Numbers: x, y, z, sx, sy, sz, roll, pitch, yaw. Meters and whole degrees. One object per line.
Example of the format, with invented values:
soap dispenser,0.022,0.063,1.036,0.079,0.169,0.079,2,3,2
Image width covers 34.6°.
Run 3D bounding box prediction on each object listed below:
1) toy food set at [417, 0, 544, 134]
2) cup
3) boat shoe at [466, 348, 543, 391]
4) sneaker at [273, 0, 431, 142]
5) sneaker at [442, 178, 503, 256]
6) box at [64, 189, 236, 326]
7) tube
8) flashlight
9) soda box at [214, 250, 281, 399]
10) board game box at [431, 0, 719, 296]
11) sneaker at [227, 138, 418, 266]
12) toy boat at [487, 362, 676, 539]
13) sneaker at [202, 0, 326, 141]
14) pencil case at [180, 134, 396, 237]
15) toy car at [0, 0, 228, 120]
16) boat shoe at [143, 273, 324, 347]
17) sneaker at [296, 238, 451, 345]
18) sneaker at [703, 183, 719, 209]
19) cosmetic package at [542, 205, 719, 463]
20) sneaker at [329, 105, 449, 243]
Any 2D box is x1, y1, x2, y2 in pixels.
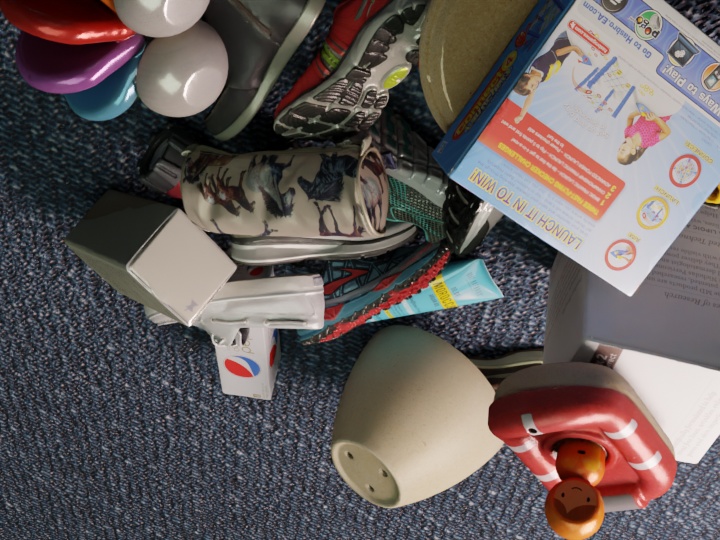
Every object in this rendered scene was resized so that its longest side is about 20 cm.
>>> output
toy food set,0.141,-0.177,0.919,0.199,0.049,0.199,32,103,-23
cup,0.048,0.186,1.327,0.199,0.143,0.201,27,142,24
boat shoe,0.141,0.146,1.370,0.201,0.075,0.075,-17,135,32
sneaker,-0.005,-0.184,0.982,0.077,0.086,0.200,14,140,-38
sneaker,0.139,-0.094,1.024,0.079,0.074,0.201,20,114,-27
box,-0.216,-0.017,1.171,0.095,0.078,0.199,47,164,-30
tube,0.051,0.024,1.269,0.198,0.051,0.077,-11,149,20
flashlight,-0.131,-0.072,1.180,0.199,0.068,0.068,32,133,-31
soda box,-0.133,0.067,1.347,0.063,0.069,0.201,7,142,6
board game box,0.191,-0.112,0.900,0.199,0.056,0.196,31,104,-23
sneaker,-0.035,-0.073,1.138,0.198,0.076,0.117,-7,107,-19
toy boat,0.191,0.173,1.018,0.130,0.132,0.200,-15,134,34
sneaker,-0.113,-0.205,1.006,0.106,0.075,0.200,30,133,-12
pencil case,-0.070,-0.076,1.036,0.198,0.078,0.090,2,102,24
toy car,-0.208,-0.203,0.917,0.175,0.150,0.201,40,154,29
boat shoe,-0.131,0.046,1.211,0.198,0.069,0.072,-8,180,9
sneaker,0.000,0.000,1.214,0.199,0.096,0.079,-29,171,20
sneaker,0.334,-0.086,1.020,0.198,0.083,0.078,7,142,5
cosmetic package,0.272,0.047,1.107,0.163,0.201,0.166,11,143,0
sneaker,0.031,-0.087,1.098,0.199,0.078,0.091,32,131,-22
